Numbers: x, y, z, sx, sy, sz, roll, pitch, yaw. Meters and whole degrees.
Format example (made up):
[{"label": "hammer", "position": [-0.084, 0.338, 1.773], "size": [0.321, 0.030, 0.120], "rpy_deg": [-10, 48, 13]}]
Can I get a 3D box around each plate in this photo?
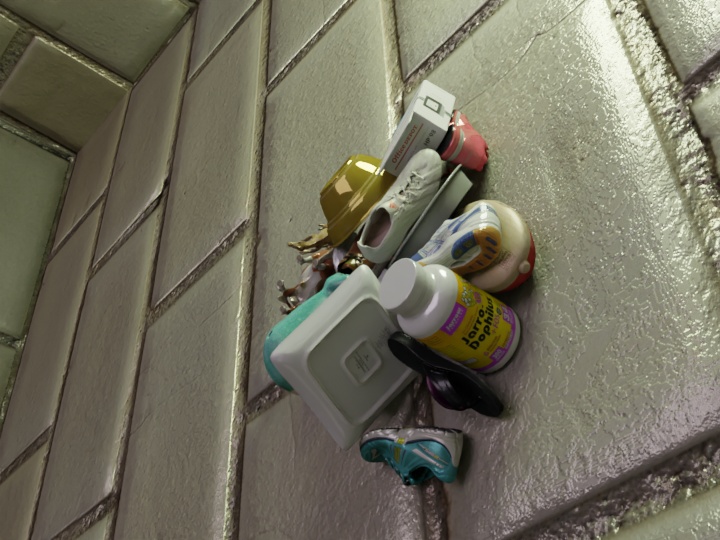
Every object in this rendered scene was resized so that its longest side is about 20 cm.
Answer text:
[{"label": "plate", "position": [-0.003, 0.129, 1.245], "size": [0.200, 0.200, 0.032], "rpy_deg": [-44, 24, -18]}]

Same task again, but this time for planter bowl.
[{"label": "planter bowl", "position": [-0.013, -0.142, 1.503], "size": [0.201, 0.083, 0.201], "rpy_deg": [-48, 8, 9]}]

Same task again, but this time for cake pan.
[{"label": "cake pan", "position": [0.114, -0.075, 1.354], "size": [0.201, 0.037, 0.200], "rpy_deg": [-55, -3, -5]}]

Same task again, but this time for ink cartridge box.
[{"label": "ink cartridge box", "position": [0.095, -0.223, 1.428], "size": [0.116, 0.066, 0.201], "rpy_deg": [-58, 7, 32]}]

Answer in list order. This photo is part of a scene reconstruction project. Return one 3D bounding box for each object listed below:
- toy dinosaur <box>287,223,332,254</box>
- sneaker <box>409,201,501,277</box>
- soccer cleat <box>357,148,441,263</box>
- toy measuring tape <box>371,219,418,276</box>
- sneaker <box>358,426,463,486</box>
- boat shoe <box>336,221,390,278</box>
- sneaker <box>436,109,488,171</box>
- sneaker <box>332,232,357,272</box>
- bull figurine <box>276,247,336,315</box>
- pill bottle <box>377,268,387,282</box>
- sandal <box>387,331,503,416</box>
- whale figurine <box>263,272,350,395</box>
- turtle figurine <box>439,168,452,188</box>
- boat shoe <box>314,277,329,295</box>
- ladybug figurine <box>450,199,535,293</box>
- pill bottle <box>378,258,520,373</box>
[{"label": "toy dinosaur", "position": [-0.055, -0.072, 1.655], "size": [0.199, 0.059, 0.101], "rpy_deg": [-33, 2, -23]}, {"label": "sneaker", "position": [0.124, -0.023, 1.234], "size": [0.199, 0.075, 0.089], "rpy_deg": [-31, 32, 33]}, {"label": "soccer cleat", "position": [0.063, -0.104, 1.334], "size": [0.069, 0.077, 0.202], "rpy_deg": [29, 89, 30]}, {"label": "toy measuring tape", "position": [0.048, -0.073, 1.416], "size": [0.201, 0.074, 0.073], "rpy_deg": [-53, 30, -15]}, {"label": "sneaker", "position": [0.065, 0.265, 1.220], "size": [0.199, 0.077, 0.081], "rpy_deg": [-16, 65, 52]}, {"label": "boat shoe", "position": [0.000, 0.000, 1.423], "size": [0.071, 0.068, 0.203], "rpy_deg": [4, 70, 31]}, {"label": "sneaker", "position": [0.173, -0.207, 1.438], "size": [0.074, 0.086, 0.201], "rpy_deg": [-58, 7, 22]}, {"label": "sneaker", "position": [0.012, 0.007, 1.507], "size": [0.099, 0.078, 0.202], "rpy_deg": [-31, 49, 27]}, {"label": "bull figurine", "position": [-0.080, 0.007, 1.604], "size": [0.065, 0.121, 0.201], "rpy_deg": [44, 113, 29]}, {"label": "pill bottle", "position": [0.030, 0.108, 1.349], "size": [0.202, 0.114, 0.114], "rpy_deg": [-60, 32, 0]}, {"label": "sandal", "position": [0.110, 0.156, 1.188], "size": [0.199, 0.076, 0.048], "rpy_deg": [29, 62, 34]}, {"label": "whale figurine", "position": [-0.080, 0.088, 1.323], "size": [0.202, 0.103, 0.159], "rpy_deg": [-64, 15, -3]}, {"label": "turtle figurine", "position": [0.073, -0.122, 1.512], "size": [0.199, 0.064, 0.163], "rpy_deg": [1, 67, 55]}, {"label": "boat shoe", "position": [-0.058, 0.117, 1.521], "size": [0.065, 0.072, 0.203], "rpy_deg": [115, 161, -72]}, {"label": "ladybug figurine", "position": [0.192, -0.029, 1.260], "size": [0.137, 0.071, 0.200], "rpy_deg": [-58, 31, 7]}, {"label": "pill bottle", "position": [0.120, 0.059, 1.173], "size": [0.104, 0.199, 0.105], "rpy_deg": [-34, 40, 36]}]
